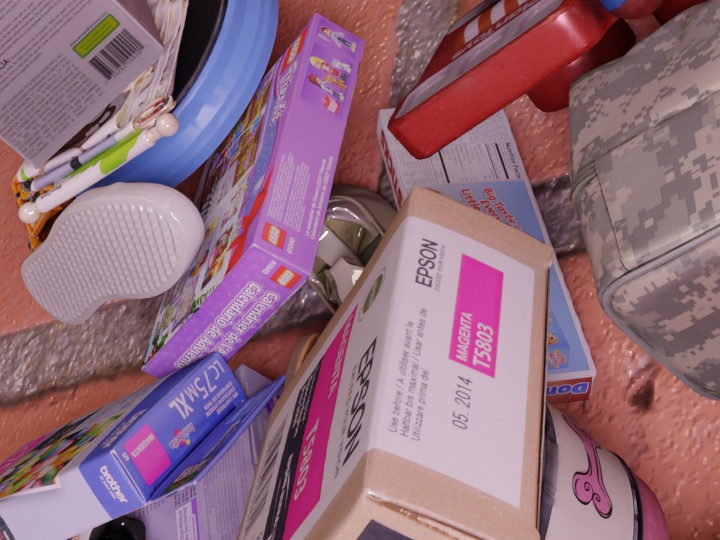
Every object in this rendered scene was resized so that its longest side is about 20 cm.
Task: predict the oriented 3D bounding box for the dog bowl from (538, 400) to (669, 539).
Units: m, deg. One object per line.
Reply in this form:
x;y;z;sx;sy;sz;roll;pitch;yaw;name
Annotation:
0.058;0.153;0.678;0.200;0.074;0.200;-61;12;21;dog bowl

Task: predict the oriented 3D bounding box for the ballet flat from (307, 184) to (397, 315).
0.000;0.000;0.889;0.069;0.069;0.200;-49;41;10;ballet flat

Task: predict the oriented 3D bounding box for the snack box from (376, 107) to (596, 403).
0.063;-0.014;0.835;0.024;0.072;0.200;97;164;-48;snack box

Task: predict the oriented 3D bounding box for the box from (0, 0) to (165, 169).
-0.208;-0.171;0.991;0.112;0.101;0.200;-40;32;10;box

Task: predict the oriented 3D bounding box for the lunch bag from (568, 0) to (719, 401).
0.192;-0.064;0.683;0.200;0.139;0.168;-31;47;26;lunch bag

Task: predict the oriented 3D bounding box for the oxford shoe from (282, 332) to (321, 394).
-0.001;0.121;0.825;0.071;0.071;0.200;-15;60;16;oxford shoe

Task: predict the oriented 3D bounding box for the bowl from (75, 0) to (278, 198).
-0.142;-0.137;1.045;0.201;0.039;0.201;-24;49;32;bowl

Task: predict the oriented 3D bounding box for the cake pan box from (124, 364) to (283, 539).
-0.110;0.174;0.901;0.184;0.052;0.200;-33;47;23;cake pan box

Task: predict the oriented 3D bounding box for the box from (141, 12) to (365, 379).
-0.061;-0.041;0.930;0.137;0.039;0.200;-45;24;43;box

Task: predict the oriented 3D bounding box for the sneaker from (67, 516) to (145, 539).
-0.121;0.196;0.808;0.080;0.074;0.200;-50;42;7;sneaker

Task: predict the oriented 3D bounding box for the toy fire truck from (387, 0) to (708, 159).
0.111;-0.140;0.781;0.200;0.112;0.168;-31;18;29;toy fire truck

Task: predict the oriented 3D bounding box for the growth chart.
-0.160;-0.109;0.981;0.145;0.018;0.200;-31;35;23;growth chart

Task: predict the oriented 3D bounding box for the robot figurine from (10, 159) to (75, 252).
-0.176;-0.087;1.121;0.200;0.058;0.145;-46;41;12;robot figurine

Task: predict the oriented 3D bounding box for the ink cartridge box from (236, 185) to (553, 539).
0.009;0.087;0.670;0.165;0.075;0.200;-58;11;35;ink cartridge box

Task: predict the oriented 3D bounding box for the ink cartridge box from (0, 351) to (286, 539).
-0.143;0.105;0.865;0.200;0.042;0.119;-23;12;31;ink cartridge box

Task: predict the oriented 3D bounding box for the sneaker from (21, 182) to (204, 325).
-0.140;-0.028;0.955;0.082;0.074;0.200;-50;18;-31;sneaker
